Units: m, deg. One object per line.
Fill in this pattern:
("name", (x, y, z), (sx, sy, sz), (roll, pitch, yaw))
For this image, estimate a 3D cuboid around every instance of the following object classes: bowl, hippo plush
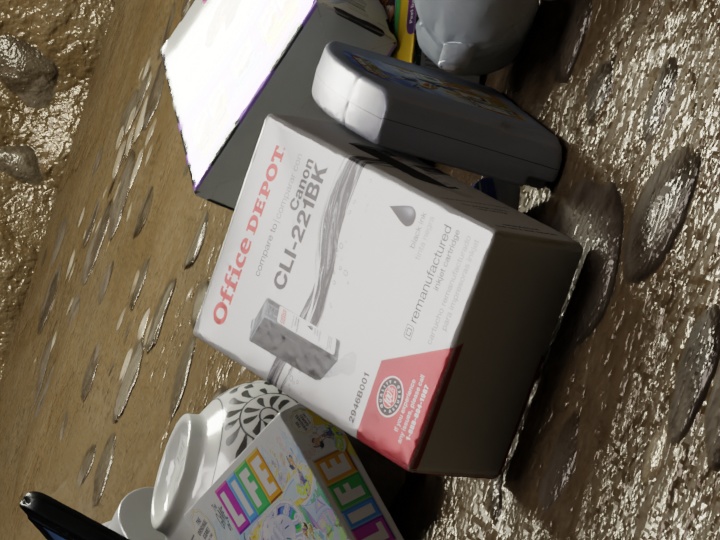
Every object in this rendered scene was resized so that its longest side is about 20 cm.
("bowl", (-0.097, 0.160, 1.874), (0.201, 0.094, 0.202), (-163, 90, -75))
("hippo plush", (0.061, -0.213, 1.603), (0.159, 0.161, 0.200), (-46, -11, -11))

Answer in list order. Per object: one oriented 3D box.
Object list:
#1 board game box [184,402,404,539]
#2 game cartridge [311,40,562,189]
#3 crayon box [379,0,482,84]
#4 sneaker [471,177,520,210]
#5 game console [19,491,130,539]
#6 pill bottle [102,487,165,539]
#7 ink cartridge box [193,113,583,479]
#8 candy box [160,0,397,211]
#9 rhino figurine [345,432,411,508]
("board game box", (-0.038, 0.174, 1.591), (0.135, 0.034, 0.200), (60, 151, 11))
("game cartridge", (0.039, -0.099, 1.570), (0.200, 0.132, 0.042), (-127, 58, -72))
("crayon box", (0.039, -0.210, 1.791), (0.172, 0.058, 0.202), (159, 119, -69))
("sneaker", (0.016, 0.010, 1.570), (0.200, 0.114, 0.081), (128, 154, -55))
("game console", (-0.183, 0.266, 1.869), (0.117, 0.175, 0.200), (-61, -11, -14))
("pill bottle", (-0.190, 0.273, 2.064), (0.112, 0.111, 0.201), (-91, 23, -51))
("ink cartridge box", (0.011, 0.012, 1.460), (0.199, 0.083, 0.145), (29, 104, 42))
("candy box", (-0.062, -0.159, 1.803), (0.168, 0.071, 0.201), (-55, 28, 24))
("rhino figurine", (-0.024, 0.145, 1.645), (0.060, 0.088, 0.200), (-27, -22, -40))
